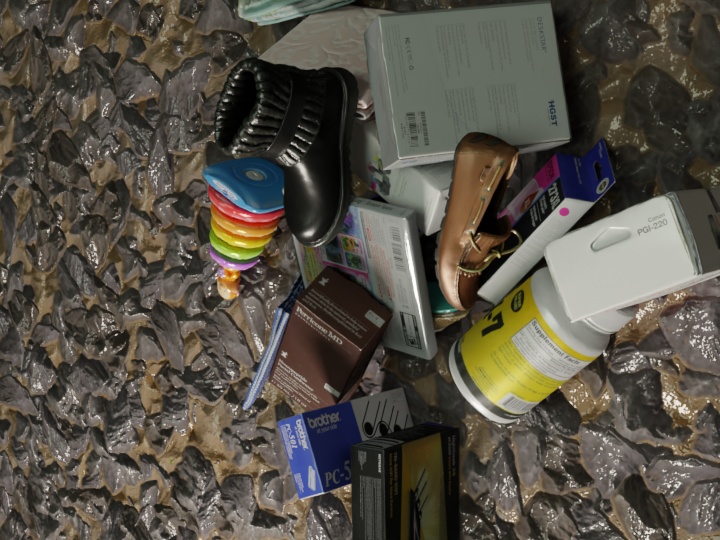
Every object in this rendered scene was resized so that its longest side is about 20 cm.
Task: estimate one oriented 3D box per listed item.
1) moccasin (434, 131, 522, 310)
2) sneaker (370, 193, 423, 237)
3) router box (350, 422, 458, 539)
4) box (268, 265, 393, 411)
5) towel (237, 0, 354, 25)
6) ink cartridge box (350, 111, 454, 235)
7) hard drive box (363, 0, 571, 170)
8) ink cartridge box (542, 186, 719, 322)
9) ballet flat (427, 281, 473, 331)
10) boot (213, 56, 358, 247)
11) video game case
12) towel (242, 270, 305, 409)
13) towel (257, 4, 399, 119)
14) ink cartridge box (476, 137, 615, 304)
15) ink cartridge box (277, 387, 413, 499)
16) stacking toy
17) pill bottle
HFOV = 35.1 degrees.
[{"bbox_3d":[0.128,-0.046,1.201,0.077,0.074,0.203,21,118,21],"label":"moccasin"},{"bbox_3d":[0.005,-0.047,1.394,0.200,0.099,0.070,-37,74,34],"label":"sneaker"},{"bbox_3d":[0.055,0.293,1.349,0.052,0.157,0.202,2,96,37],"label":"router box"},{"bbox_3d":[-0.040,0.095,1.384,0.100,0.075,0.201,36,143,11],"label":"box"},{"bbox_3d":[-0.069,-0.406,1.428,0.199,0.048,0.173,-4,74,37],"label":"towel"},{"bbox_3d":[0.056,-0.140,1.332,0.200,0.115,0.068,43,137,28],"label":"ink cartridge box"},{"bbox_3d":[0.115,-0.200,1.235,0.077,0.198,0.158,163,100,-77],"label":"hard drive box"},{"bbox_3d":[0.292,-0.019,1.112,0.145,0.199,0.086,-24,79,36],"label":"ink cartridge box"},{"bbox_3d":[0.058,0.048,1.396,0.199,0.070,0.066,11,128,39],"label":"ballet flat"},{"bbox_3d":[-0.085,-0.122,1.222,0.079,0.157,0.213,16,108,37],"label":"boot"},{"bbox_3d":[0.000,0.000,1.339,0.181,0.024,0.201,16,132,35],"label":"video game case"},{"bbox_3d":[-0.102,0.074,1.442,0.024,0.200,0.146,23,111,1],"label":"towel"},{"bbox_3d":[-0.014,-0.256,1.355,0.199,0.191,0.032,19,140,34],"label":"towel"},{"bbox_3d":[0.197,-0.060,1.255,0.200,0.037,0.095,-47,22,29],"label":"ink cartridge box"},{"bbox_3d":[-0.008,0.204,1.362,0.044,0.199,0.095,-22,81,37],"label":"ink cartridge box"},{"bbox_3d":[-0.166,-0.044,1.540,0.116,0.109,0.201,36,125,27],"label":"stacking toy"},{"bbox_3d":[0.200,0.069,1.246,0.200,0.114,0.115,-44,68,31],"label":"pill bottle"}]
